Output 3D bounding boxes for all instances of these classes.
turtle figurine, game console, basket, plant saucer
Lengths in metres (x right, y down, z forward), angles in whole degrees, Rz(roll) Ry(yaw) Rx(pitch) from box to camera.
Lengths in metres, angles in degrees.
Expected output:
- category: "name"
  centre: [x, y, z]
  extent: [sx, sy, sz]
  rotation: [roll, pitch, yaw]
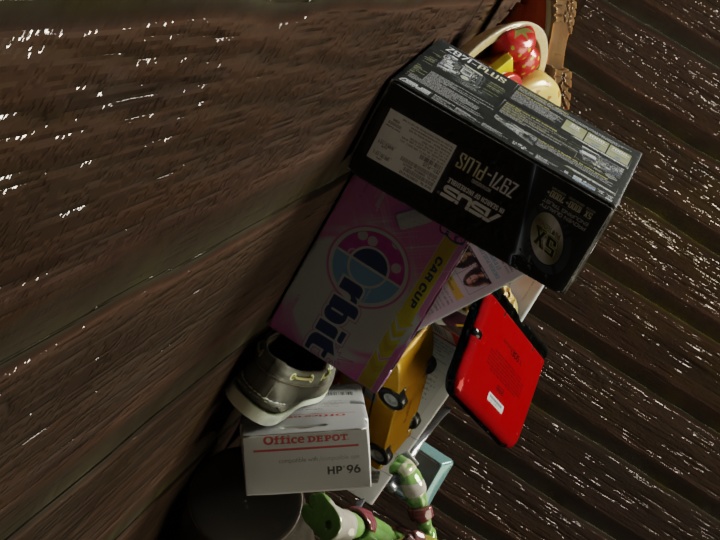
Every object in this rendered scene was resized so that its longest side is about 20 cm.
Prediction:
- category: "turtle figurine"
  centre: [0.000, 0.244, 1.599]
  extent: [0.144, 0.200, 0.194]
  rotation: [-26, 157, 38]
- category: "game console"
  centre: [0.105, 0.065, 1.682]
  extent: [0.200, 0.118, 0.173]
  rotation: [46, 61, -57]
- category: "basket"
  centre: [-0.121, 0.271, 1.666]
  extent: [0.200, 0.180, 0.136]
  rotation: [99, -19, -58]
- category: "plant saucer"
  centre: [0.005, 0.189, 1.842]
  extent: [0.070, 0.200, 0.019]
  rotation: [-61, 160, 10]

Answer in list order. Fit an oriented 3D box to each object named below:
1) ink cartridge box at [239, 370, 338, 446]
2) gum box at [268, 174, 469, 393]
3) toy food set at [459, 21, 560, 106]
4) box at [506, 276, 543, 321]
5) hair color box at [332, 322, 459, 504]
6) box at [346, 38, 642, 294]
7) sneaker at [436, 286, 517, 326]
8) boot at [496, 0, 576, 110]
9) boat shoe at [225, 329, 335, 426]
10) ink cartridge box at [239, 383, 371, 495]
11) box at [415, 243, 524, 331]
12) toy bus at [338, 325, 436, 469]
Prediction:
- category: "ink cartridge box"
  centre: [-0.078, 0.118, 1.821]
  extent: [0.163, 0.057, 0.200]
  rotation: [-60, -164, 17]
- category: "gum box"
  centre: [0.020, -0.011, 1.423]
  extent: [0.200, 0.113, 0.066]
  rotation: [-60, 175, 21]
- category: "toy food set"
  centre: [0.117, -0.150, 1.590]
  extent: [0.198, 0.049, 0.200]
  rotation: [-41, 154, -18]
- category: "box"
  centre: [0.133, -0.044, 1.899]
  extent: [0.152, 0.200, 0.106]
  rotation: [-61, 174, 29]
- category: "hair color box"
  centre: [0.020, 0.138, 1.772]
  extent: [0.200, 0.111, 0.064]
  rotation: [-56, -167, 10]
- category: "box"
  centre: [0.111, -0.088, 1.323]
  extent: [0.086, 0.200, 0.164]
  rotation: [-62, 175, 25]
- category: "sneaker"
  centre: [0.075, 0.031, 1.849]
  extent: [0.090, 0.200, 0.075]
  rotation: [115, -9, -55]
- category: "boot"
  centre: [0.167, -0.252, 1.719]
  extent: [0.075, 0.107, 0.201]
  rotation: [9, 87, -64]
- category: "boat shoe"
  centre: [-0.057, 0.082, 1.484]
  extent: [0.060, 0.072, 0.202]
  rotation: [-54, 173, 19]
- category: "ink cartridge box"
  centre: [-0.050, 0.157, 1.504]
  extent: [0.200, 0.116, 0.068]
  rotation: [-106, -168, -83]
- category: "box"
  centre: [0.090, -0.015, 1.468]
  extent: [0.200, 0.082, 0.049]
  rotation: [-28, -171, 20]
- category: "toy bus"
  centre: [0.022, 0.117, 1.655]
  extent: [0.065, 0.078, 0.200]
  rotation: [-48, 162, -33]
